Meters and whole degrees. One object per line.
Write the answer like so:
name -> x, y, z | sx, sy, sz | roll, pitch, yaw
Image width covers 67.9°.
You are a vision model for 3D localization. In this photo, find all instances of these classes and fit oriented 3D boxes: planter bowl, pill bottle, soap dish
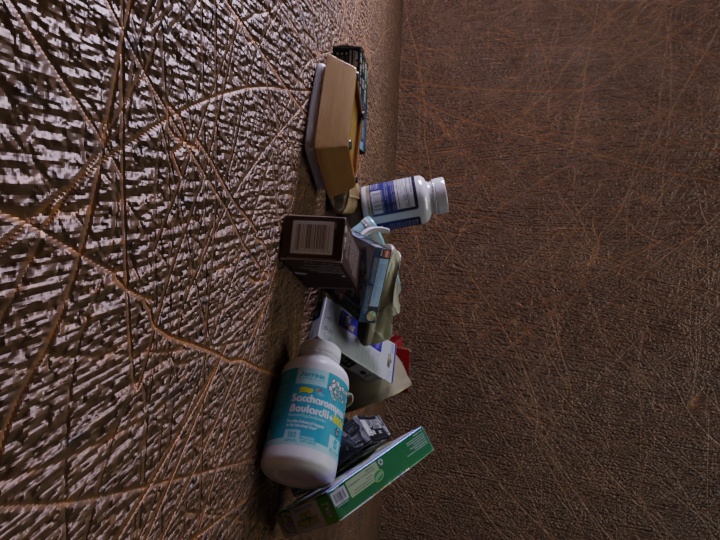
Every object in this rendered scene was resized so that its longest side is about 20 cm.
planter bowl -> -0.001, 0.220, 1.181 | 0.200, 0.196, 0.138 | 36, 33, -81
pill bottle -> 0.104, -0.159, 1.258 | 0.111, 0.195, 0.114 | -9, 90, -83
soap dish -> -0.042, -0.259, 0.978 | 0.158, 0.079, 0.205 | 76, 18, -66
pill bottle -> -0.076, 0.208, 0.800 | 0.112, 0.108, 0.203 | 84, 11, -51

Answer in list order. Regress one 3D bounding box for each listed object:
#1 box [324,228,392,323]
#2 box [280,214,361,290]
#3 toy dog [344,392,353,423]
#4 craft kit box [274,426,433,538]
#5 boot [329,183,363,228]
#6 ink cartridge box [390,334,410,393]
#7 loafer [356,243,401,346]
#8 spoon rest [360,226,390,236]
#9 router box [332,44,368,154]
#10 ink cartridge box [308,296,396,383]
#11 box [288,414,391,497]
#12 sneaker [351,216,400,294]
box -> -0.011, 0.002, 1.040 | 0.200, 0.037, 0.140 | -146, -115, -63
box -> -0.059, -0.023, 0.881 | 0.200, 0.098, 0.077 | 59, 35, -75
toy dog -> -0.058, 0.263, 0.946 | 0.097, 0.131, 0.202 | 48, -14, 34
craft kit box -> -0.011, 0.328, 0.827 | 0.197, 0.197, 0.049 | -43, -107, 49
boot -> -0.031, -0.133, 1.204 | 0.200, 0.064, 0.180 | -19, 100, -83
ink cartridge box -> 0.036, 0.215, 1.301 | 0.067, 0.196, 0.119 | -27, 121, -61
loafer -> 0.045, 0.049, 1.033 | 0.076, 0.067, 0.204 | 42, -59, 60
spoon rest -> 0.000, 0.000, 1.116 | 0.204, 0.059, 0.099 | -71, -162, -2
router box -> -0.022, -0.361, 1.159 | 0.150, 0.060, 0.205 | -45, 138, -81
ink cartridge box -> -0.012, 0.147, 1.067 | 0.039, 0.199, 0.101 | -35, -151, 37
box -> -0.035, 0.321, 0.945 | 0.050, 0.156, 0.200 | 54, 1, 19
sneaker -> 0.006, -0.007, 1.201 | 0.203, 0.129, 0.080 | 64, -7, -24
